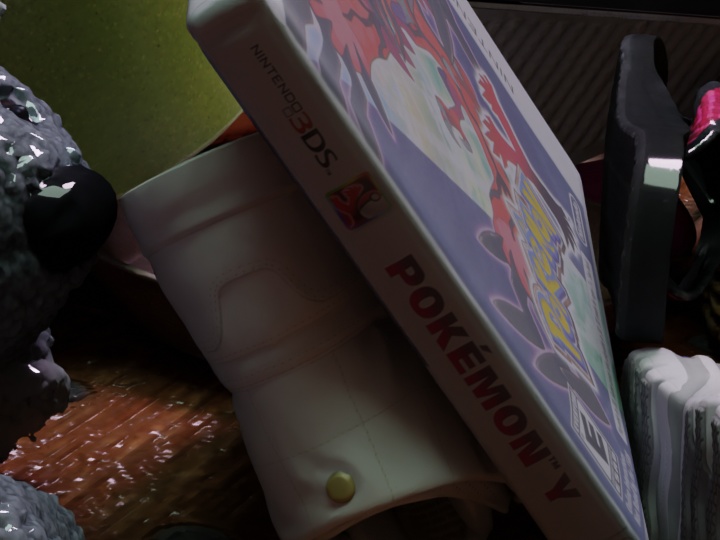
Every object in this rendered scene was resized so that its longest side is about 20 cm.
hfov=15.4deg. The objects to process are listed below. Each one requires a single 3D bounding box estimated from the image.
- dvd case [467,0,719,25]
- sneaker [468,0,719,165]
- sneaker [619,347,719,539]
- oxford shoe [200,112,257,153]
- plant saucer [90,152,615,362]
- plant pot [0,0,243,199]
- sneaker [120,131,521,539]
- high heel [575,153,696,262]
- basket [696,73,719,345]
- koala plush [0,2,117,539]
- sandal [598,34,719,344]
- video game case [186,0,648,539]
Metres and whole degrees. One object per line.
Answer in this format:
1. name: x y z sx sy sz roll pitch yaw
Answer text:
1. dvd case: 0.060 -0.130 0.953 0.199 0.025 0.150 7 28 21
2. sneaker: 0.067 -0.085 0.969 0.199 0.074 0.082 -10 32 -25
3. sneaker: 0.115 0.059 0.645 0.082 0.075 0.200 2 16 -5
4. oxford shoe: -0.122 -0.068 0.961 0.199 0.073 0.071 -11 0 -12
5. plant saucer: 0.000 0.000 0.885 0.199 0.035 0.200 4 18 -1
6. plant pot: -0.137 -0.141 0.819 0.186 0.201 0.187 -8 33 6
7. sneaker: 0.000 0.025 0.711 0.073 0.116 0.200 -25 -4 14
8. high heel: 0.074 -0.066 1.014 0.067 0.096 0.200 0 17 -18
9. basket: 0.188 -0.042 0.879 0.142 0.150 0.200 3 18 -8
10. koala plush: -0.133 -0.004 0.635 0.183 0.178 0.200 -8 15 23
11. sandal: 0.096 -0.022 0.791 0.045 0.076 0.200 3 15 3
12. video game case: 0.015 -0.041 0.693 0.023 0.183 0.200 -28 27 15
